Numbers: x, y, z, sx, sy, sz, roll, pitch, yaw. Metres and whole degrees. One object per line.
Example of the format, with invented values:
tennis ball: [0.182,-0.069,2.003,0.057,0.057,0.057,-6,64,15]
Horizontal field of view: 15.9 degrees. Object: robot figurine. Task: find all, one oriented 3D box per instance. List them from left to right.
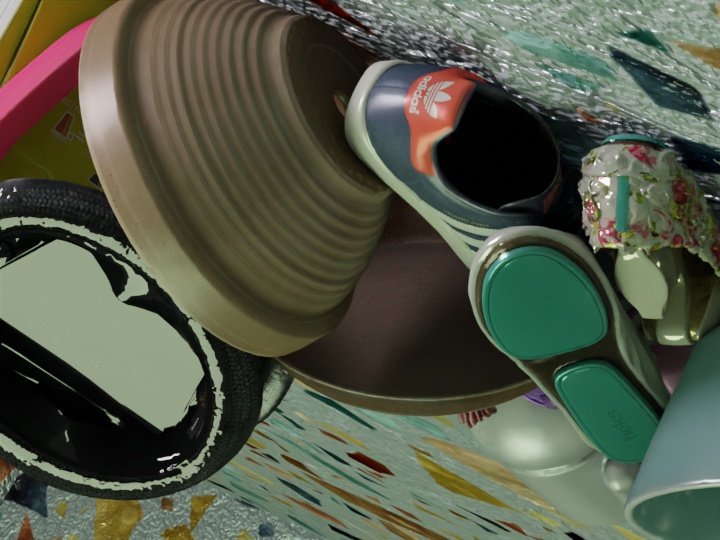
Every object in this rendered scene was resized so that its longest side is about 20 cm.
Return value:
robot figurine: [0.136,0.088,1.626,0.170,0.113,0.200,50,-174,39]

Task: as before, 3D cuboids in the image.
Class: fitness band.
fitness band: [-0.147,-0.056,1.440,0.037,0.200,0.144,14,143,52]

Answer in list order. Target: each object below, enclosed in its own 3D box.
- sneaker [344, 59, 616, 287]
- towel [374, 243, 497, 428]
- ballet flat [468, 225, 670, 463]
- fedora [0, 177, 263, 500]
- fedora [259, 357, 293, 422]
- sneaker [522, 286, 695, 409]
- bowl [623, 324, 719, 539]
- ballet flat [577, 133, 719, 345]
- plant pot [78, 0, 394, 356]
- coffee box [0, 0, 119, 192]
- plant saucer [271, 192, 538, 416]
sneaker: [0.083,-0.037,1.293,0.200,0.075,0.084,32,163,-38]
towel: [0.000,0.000,1.571,0.200,0.023,0.144,45,170,45]
ballet flat: [0.103,0.023,1.280,0.069,0.069,0.200,20,158,39]
fedora: [-0.138,0.023,1.368,0.200,0.201,0.092,29,-148,-4]
fedora: [-0.071,0.021,1.795,0.091,0.201,0.200,-1,-171,-37]
sneaker: [0.121,0.041,1.469,0.200,0.080,0.089,23,135,48]
bowl: [0.233,0.078,1.269,0.200,0.105,0.201,5,164,1]
ballet flat: [0.151,0.000,1.284,0.076,0.064,0.200,-2,156,26]
plant pot: [-0.045,-0.066,1.309,0.093,0.201,0.201,-27,136,27]
coffee box: [-0.210,-0.068,1.537,0.198,0.200,0.200,14,162,49]
plant saucer: [0.035,0.021,1.397,0.200,0.200,0.032,22,132,31]
